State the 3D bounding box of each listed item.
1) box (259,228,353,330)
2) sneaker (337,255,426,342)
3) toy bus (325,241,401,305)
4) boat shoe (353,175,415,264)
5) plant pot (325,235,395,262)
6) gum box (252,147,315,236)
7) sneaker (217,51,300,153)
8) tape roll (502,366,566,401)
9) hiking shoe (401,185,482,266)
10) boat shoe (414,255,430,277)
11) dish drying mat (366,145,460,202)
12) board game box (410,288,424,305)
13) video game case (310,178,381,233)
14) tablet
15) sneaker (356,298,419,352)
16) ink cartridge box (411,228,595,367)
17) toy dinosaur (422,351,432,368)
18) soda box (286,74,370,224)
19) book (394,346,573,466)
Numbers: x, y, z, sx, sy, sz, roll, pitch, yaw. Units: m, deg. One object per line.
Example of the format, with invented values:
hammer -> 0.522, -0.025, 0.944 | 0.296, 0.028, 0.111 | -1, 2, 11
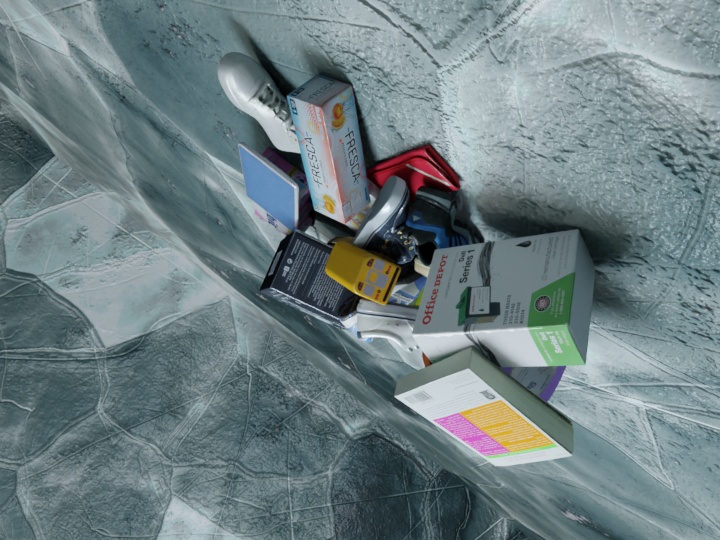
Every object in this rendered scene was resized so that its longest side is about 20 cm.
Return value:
box -> -0.077, 0.024, 1.296 | 0.196, 0.125, 0.200 | 24, 171, -12
sneaker -> 0.058, 0.044, 1.139 | 0.077, 0.199, 0.076 | 56, -179, -23
toy bus -> 0.000, 0.000, 1.061 | 0.078, 0.065, 0.200 | 22, -177, -21
boat shoe -> 0.057, -0.070, 0.979 | 0.090, 0.071, 0.200 | 24, 161, -6
plant pot -> 0.029, -0.017, 1.258 | 0.199, 0.028, 0.200 | 25, 171, 4
gum box -> -0.152, -0.139, 1.307 | 0.113, 0.066, 0.200 | 36, 162, 9
sneaker -> -0.113, -0.239, 0.977 | 0.115, 0.074, 0.200 | 23, 167, 38
tape roll -> 0.227, 0.117, 0.952 | 0.065, 0.200, 0.200 | 23, 158, 41
hiking shoe -> 0.113, -0.040, 0.959 | 0.074, 0.087, 0.200 | 24, 168, 40
boat shoe -> 0.166, 0.040, 1.039 | 0.199, 0.065, 0.072 | 27, -166, -4
dish drying mat -> 0.068, -0.131, 0.958 | 0.077, 0.018, 0.200 | 43, 163, -17
board game box -> 0.070, 0.072, 1.240 | 0.047, 0.102, 0.200 | 28, 170, -22
video game case -> 0.025, -0.085, 1.124 | 0.182, 0.023, 0.200 | 38, 165, -23
tablet -> -0.159, -0.143, 1.181 | 0.130, 0.014, 0.200 | 38, 161, 8
sneaker -> 0.090, 0.094, 1.058 | 0.198, 0.071, 0.073 | 9, -176, 6
ink cartridge box -> 0.178, 0.040, 0.831 | 0.199, 0.147, 0.084 | -8, 137, 33
toy dinosaur -> 0.130, 0.117, 1.202 | 0.181, 0.199, 0.105 | 42, 155, 45
soda box -> -0.040, -0.166, 0.938 | 0.068, 0.064, 0.201 | 27, 145, 32
book -> 0.159, 0.185, 0.861 | 0.200, 0.048, 0.133 | 38, 136, -23
